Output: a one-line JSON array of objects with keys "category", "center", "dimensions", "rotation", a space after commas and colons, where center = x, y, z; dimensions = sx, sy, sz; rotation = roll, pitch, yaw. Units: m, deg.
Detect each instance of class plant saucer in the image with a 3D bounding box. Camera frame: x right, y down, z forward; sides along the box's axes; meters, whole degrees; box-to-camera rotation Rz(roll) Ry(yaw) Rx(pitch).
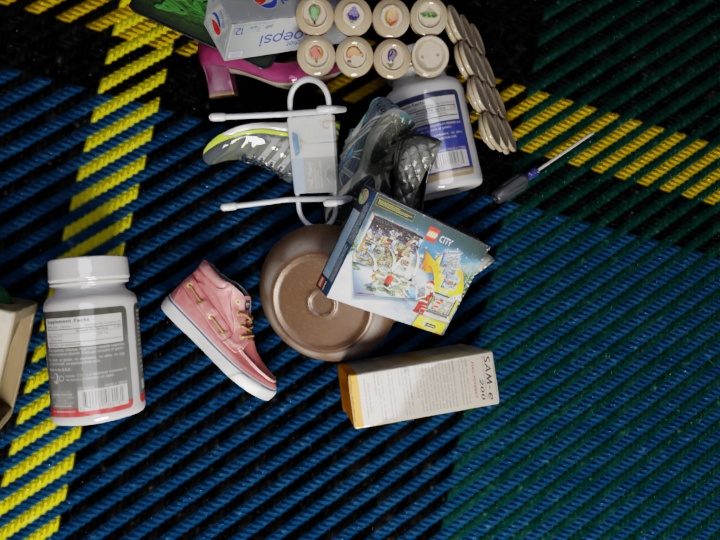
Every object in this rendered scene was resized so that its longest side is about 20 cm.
[{"category": "plant saucer", "center": [-0.049, 0.039, 0.799], "dimensions": [0.197, 0.037, 0.203], "rotation": [4, 109, 11]}]

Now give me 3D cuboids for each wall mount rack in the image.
[{"category": "wall mount rack", "center": [-0.099, -0.147, 0.768], "dimensions": [0.171, 0.074, 0.203], "rotation": [1, 104, 20]}]

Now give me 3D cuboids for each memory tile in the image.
[{"category": "memory tile", "center": [0.015, -0.324, 0.750], "dimensions": [0.197, 0.017, 0.156], "rotation": [-1, 94, -4]}, {"category": "memory tile", "center": [0.171, -0.266, 0.837], "dimensions": [0.017, 0.153, 0.203], "rotation": [-19, 89, 28]}]

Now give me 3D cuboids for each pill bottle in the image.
[{"category": "pill bottle", "center": [-0.343, 0.086, 0.755], "dimensions": [0.112, 0.114, 0.203], "rotation": [-5, 89, -9]}, {"category": "pill bottle", "center": [0.096, -0.207, 0.832], "dimensions": [0.118, 0.120, 0.203], "rotation": [-12, 90, -9]}]

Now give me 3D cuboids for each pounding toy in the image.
[{"category": "pounding toy", "center": [-0.489, 0.084, 0.710], "dimensions": [0.140, 0.184, 0.203], "rotation": [13, 87, -21]}]

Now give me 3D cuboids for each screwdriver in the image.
[{"category": "screwdriver", "center": [0.286, -0.163, 0.905], "dimensions": [0.199, 0.029, 0.028], "rotation": [-33, 94, -4]}]

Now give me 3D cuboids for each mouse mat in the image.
[{"category": "mouse mat", "center": [-0.193, -0.366, 0.809], "dimensions": [0.198, 0.008, 0.163], "rotation": [21, 58, -7]}]

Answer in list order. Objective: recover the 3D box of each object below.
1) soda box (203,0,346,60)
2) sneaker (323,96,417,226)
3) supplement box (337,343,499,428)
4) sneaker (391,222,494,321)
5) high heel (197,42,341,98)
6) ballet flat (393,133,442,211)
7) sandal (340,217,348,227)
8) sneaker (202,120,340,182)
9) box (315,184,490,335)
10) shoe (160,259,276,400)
[{"category": "soda box", "center": [-0.103, -0.341, 0.788], "dimensions": [0.198, 0.064, 0.069], "rotation": [-23, 75, -32]}, {"category": "sneaker", "center": [0.005, -0.147, 0.817], "dimensions": [0.077, 0.087, 0.201], "rotation": [8, 131, -37]}, {"category": "supplement box", "center": [0.075, 0.156, 0.816], "dimensions": [0.197, 0.126, 0.075], "rotation": [-8, 89, -9]}, {"category": "sneaker", "center": [0.089, -0.001, 0.857], "dimensions": [0.199, 0.070, 0.100], "rotation": [-31, 86, -11]}, {"category": "high heel", "center": [-0.127, -0.303, 0.826], "dimensions": [0.197, 0.067, 0.097], "rotation": [-7, 99, 3]}, {"category": "ballet flat", "center": [0.072, -0.075, 0.765], "dimensions": [0.056, 0.066, 0.203], "rotation": [10, 117, 21]}, {"category": "sandal", "center": [-0.005, -0.002, 0.842], "dimensions": [0.077, 0.070, 0.214], "rotation": [23, 107, 10]}, {"category": "sneaker", "center": [-0.120, -0.163, 0.821], "dimensions": [0.197, 0.074, 0.082], "rotation": [-9, 93, -8]}, {"category": "box", "center": [0.058, -0.007, 0.745], "dimensions": [0.198, 0.038, 0.138], "rotation": [21, 101, -34]}, {"category": "shoe", "center": [-0.171, 0.080, 0.804], "dimensions": [0.200, 0.071, 0.091], "rotation": [43, 88, -1]}]
